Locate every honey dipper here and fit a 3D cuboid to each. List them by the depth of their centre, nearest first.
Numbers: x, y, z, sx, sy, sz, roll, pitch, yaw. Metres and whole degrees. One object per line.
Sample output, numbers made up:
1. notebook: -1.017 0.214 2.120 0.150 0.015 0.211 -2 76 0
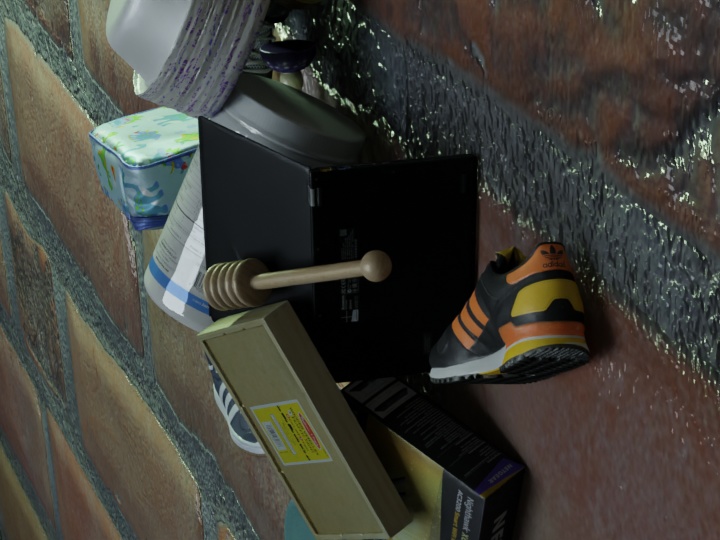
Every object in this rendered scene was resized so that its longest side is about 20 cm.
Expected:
1. honey dipper: -0.047 0.003 1.354 0.199 0.038 0.038 -10 94 50

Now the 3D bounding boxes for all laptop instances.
1. laptop: -0.019 -0.021 1.423 0.116 0.198 0.189 -109 16 -58

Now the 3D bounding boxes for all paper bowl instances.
1. paper bowl: -0.141 -0.235 1.501 0.201 0.104 0.202 -161 90 -74

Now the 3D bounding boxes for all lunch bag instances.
1. lunch bag: -0.168 -0.107 1.772 0.200 0.160 0.083 -146 41 -63

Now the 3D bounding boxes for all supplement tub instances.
1. supplement tub: -0.091 -0.050 1.545 0.132 0.131 0.201 46 115 53

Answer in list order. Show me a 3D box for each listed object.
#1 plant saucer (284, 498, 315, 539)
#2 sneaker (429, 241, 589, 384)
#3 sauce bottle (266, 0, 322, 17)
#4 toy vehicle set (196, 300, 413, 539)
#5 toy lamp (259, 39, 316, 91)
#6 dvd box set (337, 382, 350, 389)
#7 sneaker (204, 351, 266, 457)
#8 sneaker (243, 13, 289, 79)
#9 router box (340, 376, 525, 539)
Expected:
1. plant saucer: -0.035 0.301 1.849 0.200 0.036 0.202 167 90 -70
2. sneaker: 0.105 0.032 1.298 0.200 0.069 0.091 155 115 -69
3. sauce bottle: -0.043 -0.251 1.489 0.200 0.066 0.067 168 89 -69
4. toy vehicle set: -0.046 0.123 1.441 0.124 0.026 0.201 -13 109 59
5. toy lamp: -0.055 -0.101 1.625 0.058 0.058 0.202 -144 46 -60
6. dvd box set: -0.011 0.092 1.602 0.200 0.029 0.147 41 161 56
7. sneaker: -0.115 0.112 1.890 0.200 0.070 0.109 -139 39 -62
8. sneaker: -0.099 -0.218 1.645 0.115 0.074 0.202 37 135 56
9. router box: 0.047 0.197 1.476 0.157 0.052 0.201 33 138 29
